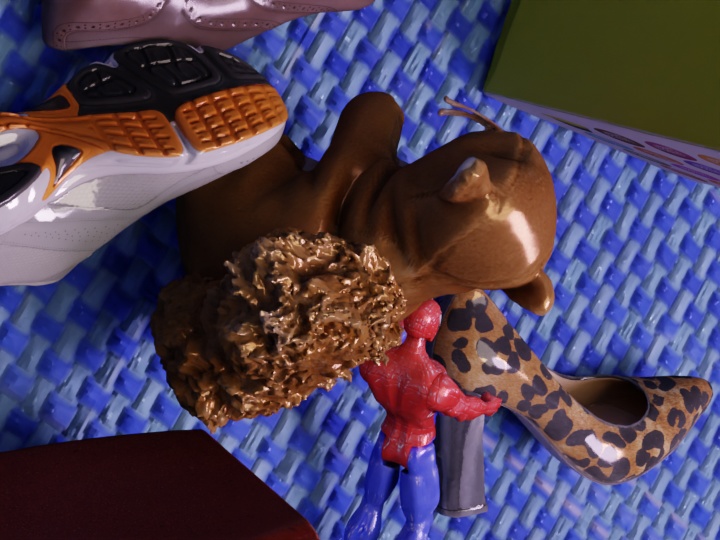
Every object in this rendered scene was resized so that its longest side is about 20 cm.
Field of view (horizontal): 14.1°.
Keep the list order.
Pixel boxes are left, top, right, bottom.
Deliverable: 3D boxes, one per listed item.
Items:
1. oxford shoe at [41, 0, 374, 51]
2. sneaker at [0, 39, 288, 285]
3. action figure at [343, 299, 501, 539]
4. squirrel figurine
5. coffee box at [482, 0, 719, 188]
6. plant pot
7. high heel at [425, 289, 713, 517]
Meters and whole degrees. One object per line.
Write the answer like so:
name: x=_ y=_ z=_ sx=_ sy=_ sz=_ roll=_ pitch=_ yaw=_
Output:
oxford shoe: x=-0.073 y=-0.139 z=1.429 sx=0.199 sy=0.071 sz=0.073 roll=0 pitch=121 yaw=-37
sneaker: x=-0.130 y=-0.043 z=1.381 sx=0.199 sy=0.076 sz=0.092 roll=-17 pitch=145 yaw=-20
action figure: x=0.035 y=0.088 z=1.560 sx=0.099 sy=0.065 sz=0.201 roll=-44 pitch=148 yaw=-47
squirrel figurine: x=0.000 y=0.000 z=1.414 sx=0.200 sy=0.186 sz=0.142 roll=-55 pitch=132 yaw=-42
coffee box: x=0.223 y=-0.147 z=1.591 sx=0.197 sy=0.199 sz=0.201 roll=19 pitch=89 yaw=-43
plant pot: x=-0.108 y=0.186 z=1.361 sx=0.176 sy=0.200 sz=0.200 roll=-24 pitch=118 yaw=-19
high heel: x=0.124 y=0.050 z=1.643 sx=0.199 sy=0.071 sz=0.143 roll=-16 pitch=119 yaw=-29
